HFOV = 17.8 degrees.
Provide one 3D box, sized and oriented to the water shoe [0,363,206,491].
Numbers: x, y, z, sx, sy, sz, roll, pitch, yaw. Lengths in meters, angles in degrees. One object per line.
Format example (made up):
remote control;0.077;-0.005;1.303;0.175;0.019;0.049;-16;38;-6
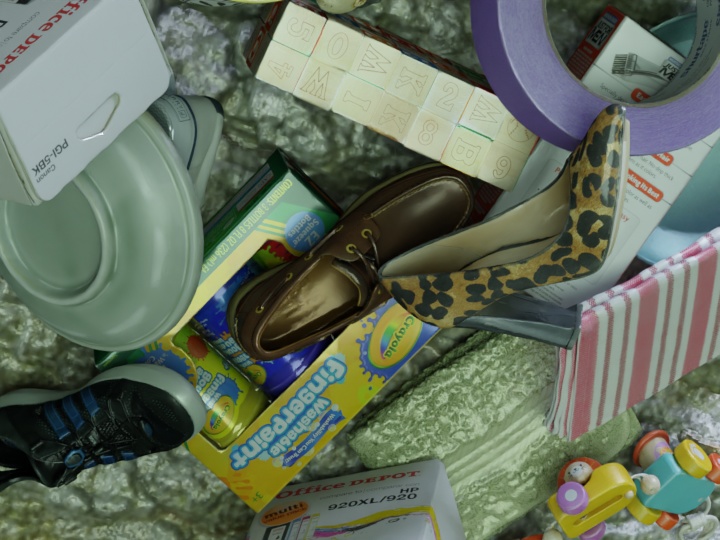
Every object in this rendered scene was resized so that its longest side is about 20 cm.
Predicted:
water shoe;-0.194;0.122;1.618;0.199;0.079;0.072;-13;125;36

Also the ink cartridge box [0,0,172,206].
ink cartridge box;-0.245;-0.129;1.481;0.147;0.199;0.083;-48;134;-34

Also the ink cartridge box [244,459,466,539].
ink cartridge box;-0.003;0.251;1.653;0.146;0.200;0.145;-10;109;13

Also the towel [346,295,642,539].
towel;0.102;0.120;1.736;0.199;0.037;0.149;-33;107;1

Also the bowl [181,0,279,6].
bowl;-0.112;-0.252;1.548;0.200;0.094;0.202;12;65;-26

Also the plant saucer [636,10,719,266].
plant saucer;0.255;-0.096;1.700;0.199;0.036;0.201;-3;106;-9

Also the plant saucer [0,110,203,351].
plant saucer;-0.199;-0.033;1.573;0.199;0.050;0.201;14;117;31

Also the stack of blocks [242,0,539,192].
stack of blocks;0.020;-0.131;1.610;0.199;0.115;0.059;23;100;-14

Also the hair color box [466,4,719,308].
hair color box;0.168;-0.074;1.641;0.111;0.064;0.200;33;100;-14

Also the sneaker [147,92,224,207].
sneaker;-0.147;-0.037;1.625;0.071;0.073;0.201;-9;137;-46

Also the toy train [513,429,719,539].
toy train;0.182;0.184;1.746;0.199;0.056;0.151;-17;144;-20

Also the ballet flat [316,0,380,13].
ballet flat;0.054;-0.219;1.584;0.199;0.066;0.057;-27;79;-28

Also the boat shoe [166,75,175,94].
boat shoe;-0.187;-0.166;1.589;0.073;0.068;0.200;-31;133;-5

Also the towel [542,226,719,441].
towel;0.219;0.035;1.675;0.199;0.030;0.147;-28;147;-20

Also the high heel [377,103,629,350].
high heel;0.095;-0.036;1.514;0.142;0.072;0.201;13;127;-2

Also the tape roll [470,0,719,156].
tape roll;0.177;-0.177;1.550;0.199;0.066;0.202;0;91;-13

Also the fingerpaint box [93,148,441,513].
fingerpaint box;-0.067;0.045;1.666;0.200;0.073;0.167;-44;107;5

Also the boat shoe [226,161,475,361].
boat shoe;-0.001;0.000;1.593;0.200;0.068;0.072;-35;107;-2
